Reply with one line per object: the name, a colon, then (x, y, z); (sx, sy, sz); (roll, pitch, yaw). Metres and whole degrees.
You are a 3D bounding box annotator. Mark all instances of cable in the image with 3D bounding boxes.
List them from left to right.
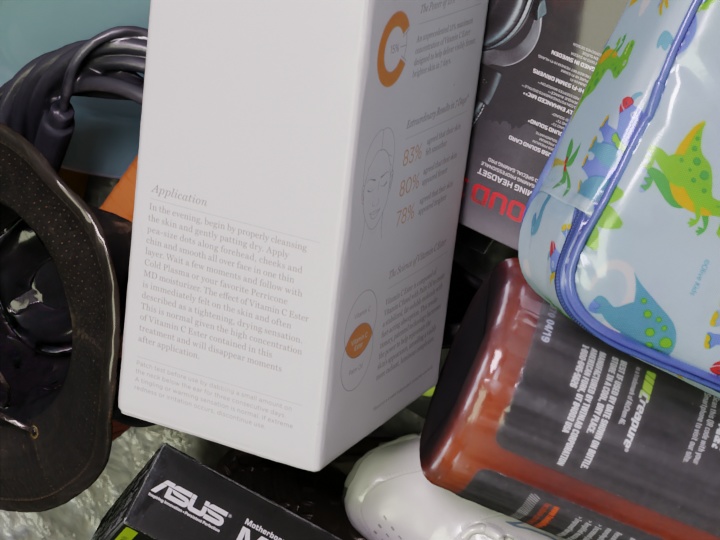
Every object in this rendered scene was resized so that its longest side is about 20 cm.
cable: (-0.119, -0.023, 0.963); (0.162, 0.051, 0.201); (20, 118, 29)

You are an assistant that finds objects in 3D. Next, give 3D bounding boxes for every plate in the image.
plate: (-0.106, -0.107, 0.959); (0.199, 0.200, 0.026); (-23, 51, 33)

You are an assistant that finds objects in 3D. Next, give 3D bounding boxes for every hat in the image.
hat: (-0.146, 0.011, 0.914); (0.200, 0.081, 0.202); (18, 118, 39)

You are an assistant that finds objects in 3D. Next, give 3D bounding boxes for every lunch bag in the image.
lunch bag: (0.168, -0.048, 0.793); (0.160, 0.082, 0.201); (26, 94, -15)

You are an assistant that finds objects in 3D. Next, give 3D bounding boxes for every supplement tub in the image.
supplement tub: (0.132, 0.078, 0.880); (0.199, 0.107, 0.107); (23, 119, -4)

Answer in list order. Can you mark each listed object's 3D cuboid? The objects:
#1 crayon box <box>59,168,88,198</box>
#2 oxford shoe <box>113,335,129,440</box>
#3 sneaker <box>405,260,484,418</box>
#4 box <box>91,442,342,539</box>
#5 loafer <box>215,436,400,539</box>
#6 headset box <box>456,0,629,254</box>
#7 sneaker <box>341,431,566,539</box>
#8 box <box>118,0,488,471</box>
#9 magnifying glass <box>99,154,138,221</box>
crayon box: (-0.216, -0.035, 1.096); (0.127, 0.051, 0.201); (28, 119, 19)
oxford shoe: (-0.146, 0.043, 1.081); (0.200, 0.071, 0.074); (-45, 70, 26)
sneaker: (0.000, 0.000, 0.970); (0.199, 0.072, 0.083); (23, 128, 12)
box: (-0.034, 0.161, 0.966); (0.192, 0.048, 0.200); (31, 159, -4)
loafer: (0.028, 0.115, 1.002); (0.199, 0.067, 0.077); (14, 106, 8)
headset box: (0.062, -0.106, 0.896); (0.148, 0.077, 0.201); (27, 117, 20)
sneaker: (0.086, 0.133, 0.916); (0.199, 0.087, 0.075); (22, 105, -5)
box: (-0.022, -0.039, 0.839); (0.097, 0.124, 0.201); (15, 109, 22)
magnifying glass: (-0.145, 0.008, 1.026); (0.080, 0.022, 0.200); (50, 115, 23)
